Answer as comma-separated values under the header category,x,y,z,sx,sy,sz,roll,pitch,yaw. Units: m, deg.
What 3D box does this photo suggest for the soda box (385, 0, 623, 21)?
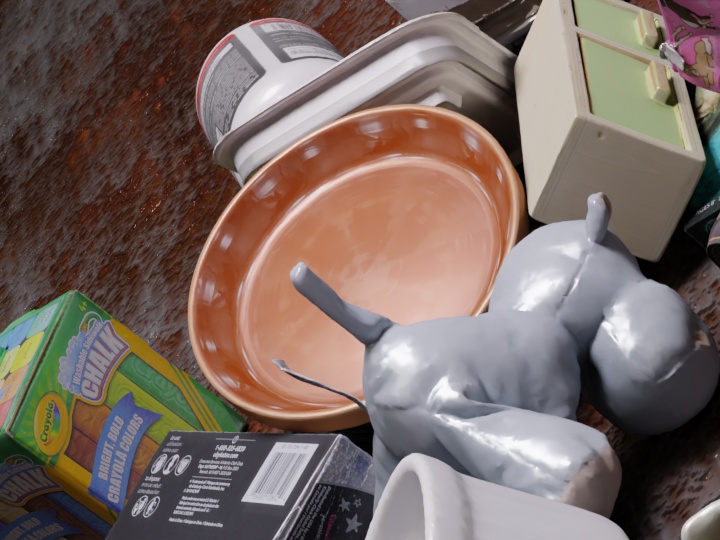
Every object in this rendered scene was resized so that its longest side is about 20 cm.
category,x,y,z,sx,sy,sz,roll,pitch,yaw
soda box,0.099,-0.191,1.530,0.064,0.068,0.200,-57,23,-15

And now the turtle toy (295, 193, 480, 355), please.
category,x,y,z,sx,sy,sz,roll,pitch,yaw
turtle toy,0.021,0.013,1.330,0.146,0.101,0.200,-40,27,-1

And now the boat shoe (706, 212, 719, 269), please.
category,x,y,z,sx,sy,sz,roll,pitch,yaw
boat shoe,0.204,0.016,1.028,0.074,0.074,0.200,-53,22,-3

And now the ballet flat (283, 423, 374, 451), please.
category,x,y,z,sx,sy,sz,roll,pitch,yaw
ballet flat,-0.016,0.059,1.429,0.200,0.056,0.067,-89,15,-62

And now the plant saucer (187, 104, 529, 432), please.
category,x,y,z,sx,sy,sz,roll,pitch,yaw
plant saucer,0.000,0.000,1.234,0.199,0.032,0.202,-18,48,21

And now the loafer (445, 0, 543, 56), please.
category,x,y,z,sx,sy,sz,roll,pitch,yaw
loafer,0.077,-0.144,1.456,0.200,0.072,0.072,-27,63,55

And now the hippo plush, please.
category,x,y,z,sx,sy,sz,roll,pitch,yaw
hippo plush,0.080,0.059,1.117,0.161,0.200,0.160,-42,-20,-32

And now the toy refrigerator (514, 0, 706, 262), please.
category,x,y,z,sx,sy,sz,roll,pitch,yaw
toy refrigerator,0.134,-0.090,1.262,0.200,0.075,0.070,-87,18,-63

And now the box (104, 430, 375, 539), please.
category,x,y,z,sx,sy,sz,roll,pitch,yaw
box,-0.049,0.168,1.230,0.199,0.115,0.133,-5,50,58

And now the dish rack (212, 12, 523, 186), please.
category,x,y,z,sx,sy,sz,roll,pitch,yaw
dish rack,0.024,-0.075,1.376,0.171,0.200,0.044,-31,69,18

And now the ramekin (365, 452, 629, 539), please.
category,x,y,z,sx,sy,sz,roll,pitch,yaw
ramekin,0.049,0.184,0.956,0.200,0.097,0.202,-169,90,-83

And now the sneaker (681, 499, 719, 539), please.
category,x,y,z,sx,sy,sz,roll,pitch,yaw
sneaker,0.147,0.182,0.885,0.076,0.081,0.201,-31,32,37

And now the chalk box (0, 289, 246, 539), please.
category,x,y,z,sx,sy,sz,roll,pitch,yaw
chalk box,-0.196,0.105,1.485,0.123,0.200,0.125,-28,33,44

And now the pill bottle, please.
category,x,y,z,sx,sy,sz,roll,pitch,yaw
pill bottle,-0.043,-0.099,1.604,0.116,0.116,0.200,-49,23,5

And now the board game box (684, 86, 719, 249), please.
category,x,y,z,sx,sy,sz,roll,pitch,yaw
board game box,0.250,-0.106,1.175,0.199,0.028,0.136,-34,29,36

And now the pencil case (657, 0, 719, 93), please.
category,x,y,z,sx,sy,sz,roll,pitch,yaw
pencil case,0.171,-0.175,1.131,0.082,0.201,0.087,21,60,40
